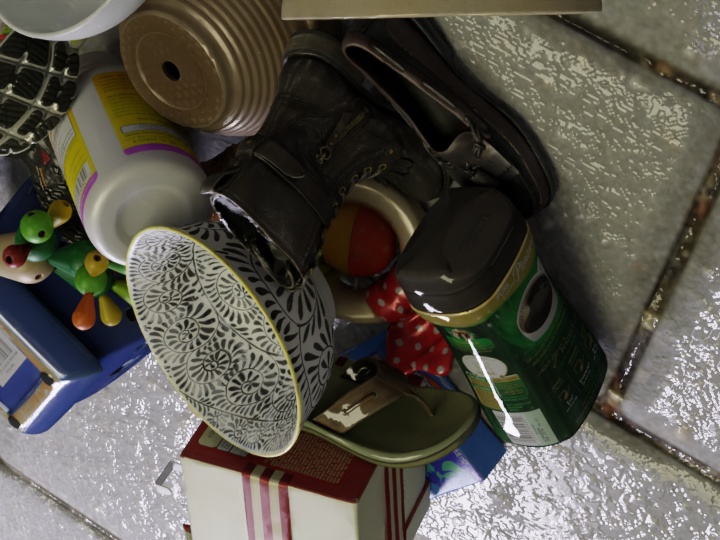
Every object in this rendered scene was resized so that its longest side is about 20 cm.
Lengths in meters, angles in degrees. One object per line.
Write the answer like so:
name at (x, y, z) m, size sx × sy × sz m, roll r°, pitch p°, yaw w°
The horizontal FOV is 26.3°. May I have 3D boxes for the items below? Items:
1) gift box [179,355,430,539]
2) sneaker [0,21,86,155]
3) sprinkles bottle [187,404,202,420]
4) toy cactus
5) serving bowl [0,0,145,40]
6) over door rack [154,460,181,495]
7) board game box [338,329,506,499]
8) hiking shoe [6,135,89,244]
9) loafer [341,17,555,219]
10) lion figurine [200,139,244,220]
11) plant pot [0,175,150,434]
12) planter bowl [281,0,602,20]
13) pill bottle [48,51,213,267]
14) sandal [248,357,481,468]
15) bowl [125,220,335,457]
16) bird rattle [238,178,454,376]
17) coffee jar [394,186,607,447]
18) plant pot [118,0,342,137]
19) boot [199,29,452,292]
gift box at (-0.052, 0.183, 1.324) m, size 0.199 × 0.185 × 0.187 m, roll 15°, pitch 131°, yaw 23°
sneaker at (-0.265, -0.182, 1.256) m, size 0.077 × 0.201 × 0.085 m, roll 30°, pitch 170°, yaw -28°
sprinkles bottle at (-0.122, 0.060, 1.429) m, size 0.068 × 0.068 × 0.200 m, roll 30°, pitch 139°, yaw 15°
toy cactus at (-0.249, 0.000, 1.305) m, size 0.164 × 0.200 × 0.103 m, roll 4°, pitch 83°, yaw 25°
serving bowl at (-0.199, -0.264, 1.153) m, size 0.200 × 0.066 × 0.201 m, roll -7°, pitch 79°, yaw 37°
over door rack at (-0.098, 0.252, 1.570) m, size 0.199 × 0.067 × 0.148 m, roll 4°, pitch 130°, yaw 12°
board game box at (0.016, 0.145, 1.407) m, size 0.152 × 0.045 × 0.200 m, roll 50°, pitch 141°, yaw -8°
hiking shoe at (-0.251, -0.102, 1.372) m, size 0.076 × 0.101 × 0.200 m, roll -25°, pitch 109°, yaw 35°
loafer at (0.060, -0.108, 1.128) m, size 0.200 × 0.063 × 0.072 m, roll 50°, pitch 141°, yaw -8°
lion figurine at (-0.143, -0.068, 1.326) m, size 0.200 × 0.072 × 0.123 m, roll 14°, pitch 134°, yaw 33°
plant pot at (-0.291, 0.029, 1.456) m, size 0.200 × 0.180 × 0.200 m, roll 46°, pitch 141°, yaw -2°
planter bowl at (0.050, -0.224, 0.954) m, size 0.200 × 0.200 × 0.135 m, roll 6°, pitch 102°, yaw 36°
pill bottle at (-0.195, -0.099, 1.261) m, size 0.200 × 0.104 × 0.104 m, roll -120°, pitch 20°, yaw -46°
sandal at (-0.004, 0.101, 1.222) m, size 0.200 × 0.080 × 0.057 m, roll 12°, pitch 138°, yaw 21°
bowl at (-0.082, 0.034, 1.187) m, size 0.201 × 0.094 × 0.201 m, roll 33°, pitch 141°, yaw 32°
bird rattle at (0.000, 0.000, 1.254) m, size 0.199 × 0.113 × 0.164 m, roll 16°, pitch 118°, yaw 25°
coffee jar at (0.106, 0.035, 1.156) m, size 0.085 × 0.104 × 0.200 m, roll 2°, pitch 138°, yaw 40°
plant pot at (-0.121, -0.177, 1.197) m, size 0.200 × 0.093 × 0.201 m, roll 24°, pitch 137°, yaw 24°
boot at (-0.024, -0.059, 1.132) m, size 0.069 × 0.175 × 0.200 m, roll -10°, pitch 140°, yaw 45°
